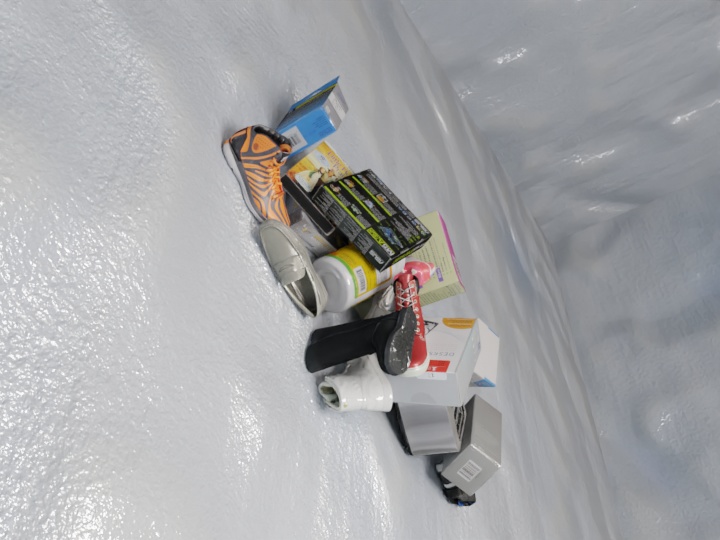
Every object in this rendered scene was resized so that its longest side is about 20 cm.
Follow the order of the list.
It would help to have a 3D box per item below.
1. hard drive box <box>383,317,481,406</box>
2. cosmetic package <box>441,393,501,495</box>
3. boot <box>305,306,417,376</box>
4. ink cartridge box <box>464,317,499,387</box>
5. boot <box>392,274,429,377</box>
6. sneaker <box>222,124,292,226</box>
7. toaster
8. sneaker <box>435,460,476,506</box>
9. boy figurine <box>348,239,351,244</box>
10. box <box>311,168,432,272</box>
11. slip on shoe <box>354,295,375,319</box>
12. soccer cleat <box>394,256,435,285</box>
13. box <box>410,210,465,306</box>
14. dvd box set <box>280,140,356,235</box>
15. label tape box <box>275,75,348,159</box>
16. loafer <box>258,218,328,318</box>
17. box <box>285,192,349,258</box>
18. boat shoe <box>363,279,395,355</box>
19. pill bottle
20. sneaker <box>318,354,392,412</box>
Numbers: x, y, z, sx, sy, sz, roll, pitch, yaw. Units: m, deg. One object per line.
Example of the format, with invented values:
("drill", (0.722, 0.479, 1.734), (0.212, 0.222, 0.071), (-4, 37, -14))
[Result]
("hard drive box", (0.139, 0.172, 1.313), (0.200, 0.154, 0.078), (-53, 138, -57))
("cosmetic package", (0.244, 0.372, 1.461), (0.090, 0.107, 0.200), (37, 26, 0))
("boot", (-0.011, 0.139, 1.164), (0.066, 0.198, 0.165), (68, 25, -19))
("ink cartridge box", (0.205, 0.196, 1.578), (0.128, 0.198, 0.126), (36, 55, -47))
("boot", (0.085, 0.091, 1.240), (0.200, 0.072, 0.146), (-83, 167, -64))
("sneaker", (-0.162, -0.172, 1.234), (0.201, 0.111, 0.078), (61, 25, -12))
("toaster", (0.142, 0.270, 1.410), (0.200, 0.117, 0.182), (-58, 135, -62))
("sneaker", (0.240, 0.473, 1.539), (0.199, 0.073, 0.113), (1, 70, -55))
("boy figurine", (0.015, -0.114, 1.472), (0.124, 0.064, 0.200), (45, 30, -4))
("box", (0.028, -0.105, 1.345), (0.200, 0.048, 0.193), (47, 36, 9))
("slip on shoe", (0.034, 0.099, 1.447), (0.201, 0.074, 0.061), (60, 21, -3))
("soccer cleat", (0.067, -0.008, 1.475), (0.076, 0.199, 0.067), (-25, 120, -48))
("box", (0.116, -0.011, 1.539), (0.097, 0.198, 0.178), (42, 31, -65))
("dvd box set", (-0.070, -0.174, 1.382), (0.147, 0.029, 0.200), (48, 35, -8))
("label tape box", (-0.102, -0.330, 1.460), (0.064, 0.143, 0.201), (54, 27, -23))
("loafer", (-0.120, -0.002, 1.220), (0.201, 0.069, 0.070), (56, 17, -22))
("box", (-0.079, -0.103, 1.420), (0.200, 0.048, 0.160), (43, 33, -41))
("boat shoe", (0.048, 0.101, 1.359), (0.070, 0.069, 0.202), (27, 57, -19))
("pill bottle", (0.000, 0.000, 1.345), (0.199, 0.111, 0.112), (-26, 92, -46))
("sneaker", (-0.025, 0.195, 1.232), (0.200, 0.114, 0.074), (-136, -131, -68))
